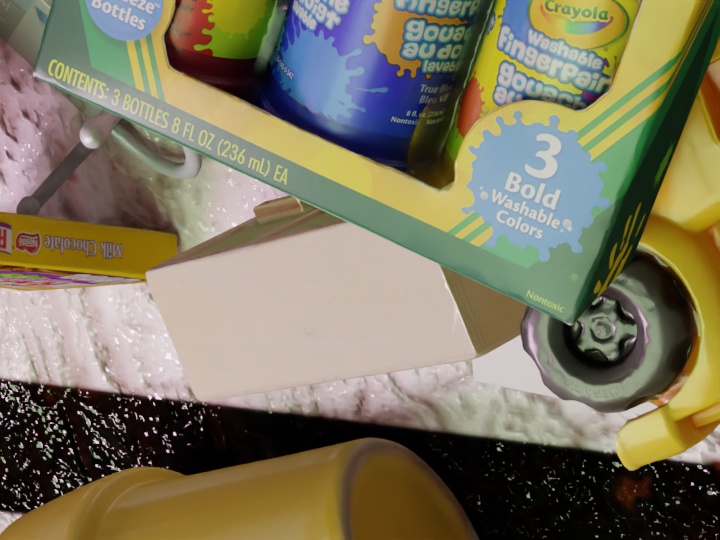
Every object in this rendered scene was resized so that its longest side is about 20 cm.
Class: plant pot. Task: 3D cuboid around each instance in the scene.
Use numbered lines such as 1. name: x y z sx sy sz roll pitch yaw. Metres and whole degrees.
1. plant pot: -0.046 0.169 1.158 0.189 0.201 0.201 -27 106 26

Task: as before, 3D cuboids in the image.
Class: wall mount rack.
1. wall mount rack: -0.153 -0.096 1.066 0.200 0.075 0.174 43 158 -5

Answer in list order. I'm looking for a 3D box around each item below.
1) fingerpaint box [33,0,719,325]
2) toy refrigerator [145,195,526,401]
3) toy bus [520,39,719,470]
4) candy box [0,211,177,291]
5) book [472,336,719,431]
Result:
1. fingerpaint box: 0.015 -0.103 0.796 0.200 0.073 0.167 25 114 12
2. toy refrigerator: 0.000 0.000 1.029 0.200 0.076 0.070 -13 102 55
3. toy bus: 0.141 -0.053 0.882 0.191 0.136 0.201 -19 95 23
4. candy box: -0.182 -0.010 1.111 0.102 0.200 0.027 -1 85 36
5. book: 0.136 -0.005 1.002 0.199 0.048 0.134 9 122 28
